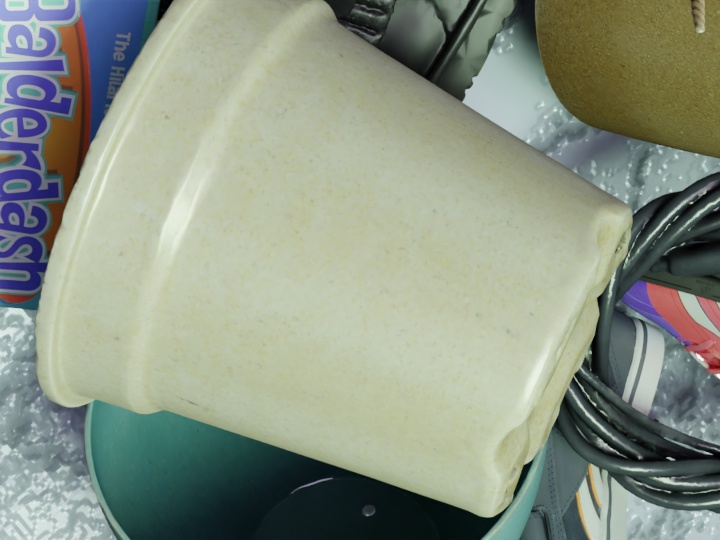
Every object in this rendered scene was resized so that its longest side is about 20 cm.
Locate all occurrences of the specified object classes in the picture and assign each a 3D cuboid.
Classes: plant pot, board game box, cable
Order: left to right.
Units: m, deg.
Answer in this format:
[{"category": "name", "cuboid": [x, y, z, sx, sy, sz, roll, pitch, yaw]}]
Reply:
[{"category": "board game box", "cuboid": [-0.187, -0.067, 0.879, 0.198, 0.045, 0.154, 5, 110, -17]}, {"category": "plant pot", "cuboid": [-0.014, 0.098, 0.992, 0.199, 0.201, 0.135, -26, 144, -14]}, {"category": "plant pot", "cuboid": [0.000, 0.000, 0.878, 0.182, 0.200, 0.202, 25, 92, 10]}, {"category": "cable", "cuboid": [0.179, 0.035, 1.013, 0.198, 0.051, 0.164, 20, 108, -10]}, {"category": "plant pot", "cuboid": [0.211, -0.117, 0.977, 0.186, 0.199, 0.188, -28, 132, -37]}]

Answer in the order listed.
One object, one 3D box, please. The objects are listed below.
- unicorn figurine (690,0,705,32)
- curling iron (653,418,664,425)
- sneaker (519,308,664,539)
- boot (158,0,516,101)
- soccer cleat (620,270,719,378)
[{"category": "unicorn figurine", "cuboid": [0.112, -0.204, 0.913, 0.074, 0.200, 0.138, -3, 124, -52]}, {"category": "curling iron", "cuboid": [0.080, 0.141, 1.105, 0.200, 0.049, 0.026, -43, 115, -13]}, {"category": "sneaker", "cuboid": [0.084, 0.104, 1.054, 0.079, 0.078, 0.202, 23, 61, -16]}, {"category": "boot", "cuboid": [0.008, -0.180, 0.980, 0.157, 0.079, 0.213, 24, 93, -24]}, {"category": "soccer cleat", "cuboid": [0.207, 0.046, 1.077, 0.198, 0.068, 0.074, 19, 101, -6]}]
